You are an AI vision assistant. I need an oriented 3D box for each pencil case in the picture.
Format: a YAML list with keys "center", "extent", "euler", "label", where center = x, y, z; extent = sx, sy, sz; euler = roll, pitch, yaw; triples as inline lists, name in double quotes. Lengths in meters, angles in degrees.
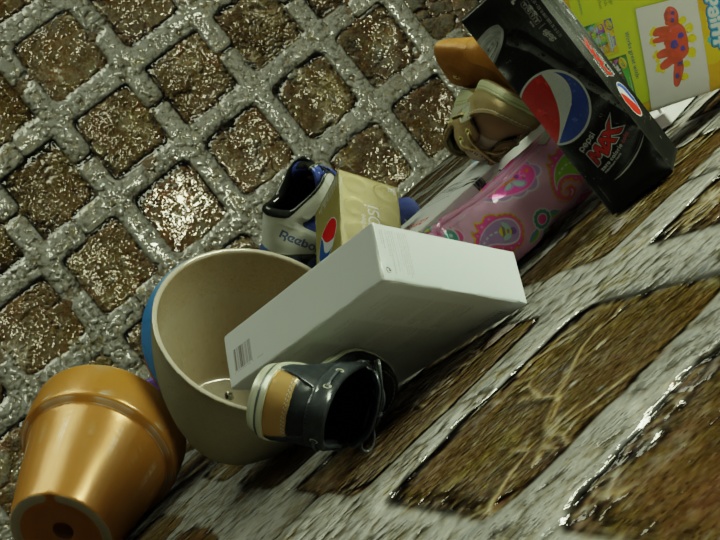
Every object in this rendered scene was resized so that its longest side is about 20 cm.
- center: [0.146, -0.064, 1.131]
  extent: [0.200, 0.088, 0.087]
  euler: [-42, 5, -14]
  label: "pencil case"

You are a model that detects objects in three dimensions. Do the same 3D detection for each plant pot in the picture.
- center: [-0.325, 0.247, 1.470]
  extent: [0.199, 0.200, 0.184]
  euler: [-37, 20, 28]
  label: "plant pot"

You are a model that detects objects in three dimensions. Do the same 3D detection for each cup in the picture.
- center: [-0.109, 0.100, 1.174]
  extent: [0.200, 0.199, 0.144]
  euler: [-43, -19, -45]
  label: "cup"

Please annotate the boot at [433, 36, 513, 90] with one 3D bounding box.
- center: [0.124, -0.203, 1.169]
  extent: [0.201, 0.143, 0.072]
  euler: [32, -101, -53]
  label: "boot"

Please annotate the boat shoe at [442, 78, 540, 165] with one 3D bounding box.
- center: [0.123, -0.134, 1.169]
  extent: [0.067, 0.073, 0.200]
  euler: [-64, 6, 0]
  label: "boat shoe"

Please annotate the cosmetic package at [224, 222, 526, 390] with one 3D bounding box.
- center: [0.009, 0.040, 0.974]
  extent: [0.149, 0.052, 0.199]
  euler: [12, -34, -38]
  label: "cosmetic package"

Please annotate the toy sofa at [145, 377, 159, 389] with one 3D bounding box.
- center: [-0.222, 0.163, 1.629]
  extent: [0.198, 0.084, 0.098]
  euler: [-21, -6, -17]
  label: "toy sofa"

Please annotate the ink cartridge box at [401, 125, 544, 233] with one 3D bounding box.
- center: [0.121, -0.055, 1.255]
  extent: [0.200, 0.085, 0.144]
  euler: [-41, 6, -21]
  label: "ink cartridge box"

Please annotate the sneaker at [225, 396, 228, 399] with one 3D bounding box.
- center: [-0.123, 0.071, 1.287]
  extent: [0.201, 0.078, 0.082]
  euler: [-51, 14, -19]
  label: "sneaker"

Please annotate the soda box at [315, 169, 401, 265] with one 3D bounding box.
- center: [0.000, 0.000, 1.165]
  extent: [0.202, 0.067, 0.064]
  euler: [-93, 25, -44]
  label: "soda box"

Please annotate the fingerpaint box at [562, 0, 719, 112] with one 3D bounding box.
- center: [0.237, -0.243, 1.057]
  extent: [0.165, 0.203, 0.073]
  euler: [-19, 14, -1]
  label: "fingerpaint box"

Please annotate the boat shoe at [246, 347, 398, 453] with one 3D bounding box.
- center: [-0.011, 0.097, 0.895]
  extent: [0.199, 0.061, 0.076]
  euler: [9, -87, -67]
  label: "boat shoe"

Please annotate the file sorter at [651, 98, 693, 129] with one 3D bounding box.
- center: [0.282, -0.218, 1.280]
  extent: [0.200, 0.125, 0.138]
  euler: [-42, 6, -36]
  label: "file sorter"

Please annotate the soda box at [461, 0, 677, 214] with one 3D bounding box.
- center: [0.171, -0.148, 1.001]
  extent: [0.063, 0.201, 0.071]
  euler: [-37, 4, 26]
  label: "soda box"

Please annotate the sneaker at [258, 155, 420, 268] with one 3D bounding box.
- center: [-0.022, -0.063, 1.292]
  extent: [0.197, 0.117, 0.080]
  euler: [-15, 29, -27]
  label: "sneaker"

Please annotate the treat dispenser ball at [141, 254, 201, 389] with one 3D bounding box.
- center: [-0.171, 0.079, 1.529]
  extent: [0.200, 0.202, 0.201]
  euler: [-39, 4, 3]
  label: "treat dispenser ball"
